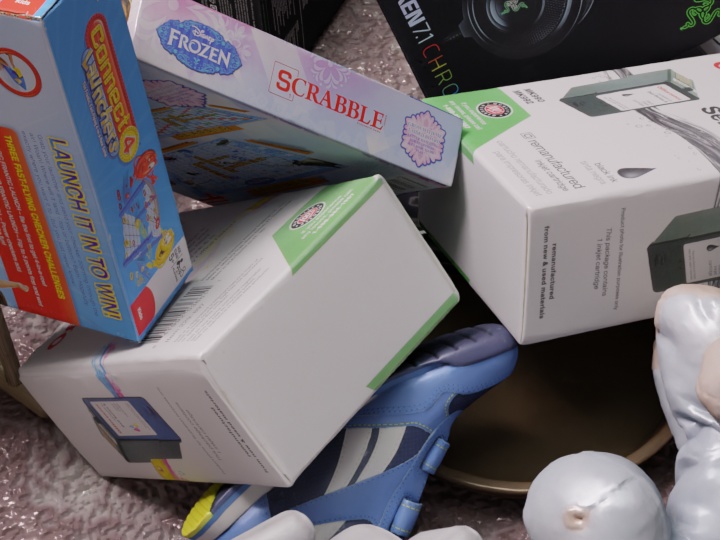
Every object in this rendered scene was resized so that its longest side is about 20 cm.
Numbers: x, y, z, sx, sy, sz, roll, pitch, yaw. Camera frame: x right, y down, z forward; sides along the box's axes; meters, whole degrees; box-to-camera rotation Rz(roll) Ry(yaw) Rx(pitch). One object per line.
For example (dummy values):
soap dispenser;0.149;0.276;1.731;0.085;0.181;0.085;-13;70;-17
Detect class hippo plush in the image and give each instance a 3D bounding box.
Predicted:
hippo plush;0.167;0.123;0.983;0.161;0.200;0.159;-37;11;-2

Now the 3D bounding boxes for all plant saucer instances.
plant saucer;0.094;0.051;1.104;0.200;0.029;0.200;-3;48;3

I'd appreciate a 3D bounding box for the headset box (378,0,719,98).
headset box;0.104;-0.188;1.111;0.200;0.174;0.093;-26;36;4

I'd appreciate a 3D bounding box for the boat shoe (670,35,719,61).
boat shoe;0.252;-0.076;1.179;0.086;0.075;0.202;-15;56;-44

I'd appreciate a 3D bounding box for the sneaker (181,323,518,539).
sneaker;0.007;0.102;1.017;0.200;0.074;0.082;-36;93;-2

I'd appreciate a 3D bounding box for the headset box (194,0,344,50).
headset box;-0.061;-0.244;1.286;0.093;0.174;0.200;17;52;19

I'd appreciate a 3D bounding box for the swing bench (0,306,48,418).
swing bench;-0.310;0.064;1.059;0.200;0.130;0.199;23;54;24

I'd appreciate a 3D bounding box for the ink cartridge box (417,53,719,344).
ink cartridge box;0.149;-0.045;1.055;0.200;0.084;0.146;-11;31;-18

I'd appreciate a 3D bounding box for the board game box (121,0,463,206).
board game box;-0.084;-0.083;1.036;0.200;0.199;0.041;-6;69;53

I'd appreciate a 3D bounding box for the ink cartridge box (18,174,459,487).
ink cartridge box;-0.068;0.033;1.027;0.145;0.088;0.200;-47;24;-29

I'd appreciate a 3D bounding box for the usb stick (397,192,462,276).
usb stick;0.056;-0.021;1.128;0.200;0.033;0.056;9;49;10

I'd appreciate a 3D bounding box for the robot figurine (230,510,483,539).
robot figurine;-0.018;0.198;0.923;0.200;0.113;0.170;-33;88;-22

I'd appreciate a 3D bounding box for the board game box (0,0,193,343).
board game box;-0.195;-0.073;0.944;0.196;0.200;0.056;14;48;24
